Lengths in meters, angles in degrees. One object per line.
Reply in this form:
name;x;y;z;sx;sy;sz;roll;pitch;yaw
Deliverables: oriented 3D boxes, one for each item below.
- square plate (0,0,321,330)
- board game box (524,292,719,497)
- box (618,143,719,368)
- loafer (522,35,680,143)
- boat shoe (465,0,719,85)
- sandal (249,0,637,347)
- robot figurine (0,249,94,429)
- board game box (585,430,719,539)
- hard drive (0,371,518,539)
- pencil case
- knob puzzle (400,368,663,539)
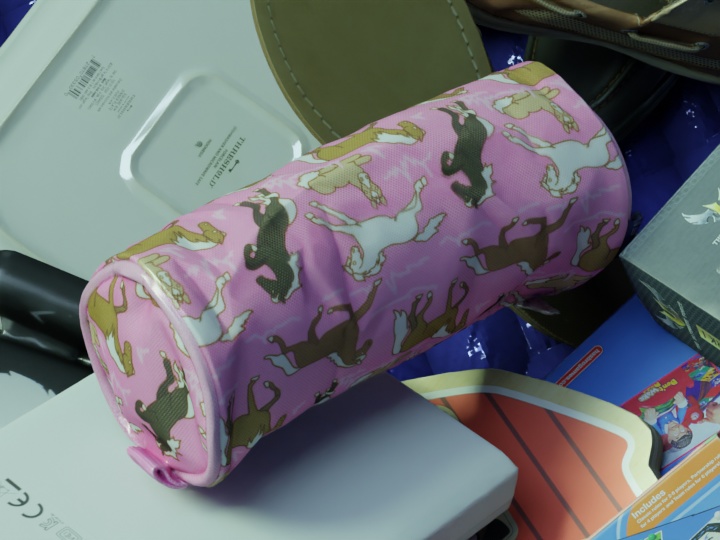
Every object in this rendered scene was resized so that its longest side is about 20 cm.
square plate;-0.059;-0.039;1.001;0.198;0.028;0.200;35;72;-1
board game box;0.178;0.026;0.911;0.200;0.045;0.134;-42;52;-7
box;0.212;-0.029;0.870;0.200;0.051;0.158;-47;53;-10
loafer;0.109;-0.140;1.034;0.073;0.072;0.200;9;63;27
boat shoe;0.125;-0.113;0.964;0.200;0.072;0.076;3;87;-11
sandal;0.026;-0.053;0.973;0.078;0.212;0.070;-43;9;-7
robot figurine;-0.139;0.086;0.933;0.200;0.151;0.125;19;32;4
board game box;0.073;0.155;0.829;0.200;0.019;0.103;-41;82;11
hard drive;-0.061;0.084;0.841;0.132;0.027;0.200;34;46;28
pencil case;0.000;0.000;0.860;0.200;0.083;0.087;-25;83;-32
knob puzzle;0.025;0.117;0.895;0.219;0.030;0.220;-14;63;29
